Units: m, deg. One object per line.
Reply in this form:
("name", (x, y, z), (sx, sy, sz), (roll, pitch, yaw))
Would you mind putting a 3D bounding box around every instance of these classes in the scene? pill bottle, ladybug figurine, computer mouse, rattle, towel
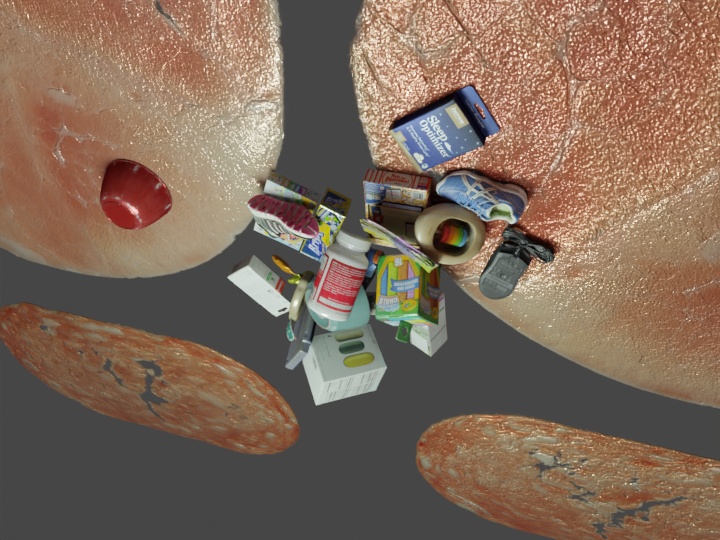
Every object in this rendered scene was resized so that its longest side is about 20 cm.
("pill bottle", (-0.047, 0.009, 1.520), (0.110, 0.112, 0.203), (21, 101, -1))
("ladybug figurine", (0.197, -0.086, 1.414), (0.197, 0.072, 0.138), (16, 105, -33))
("computer mouse", (0.353, -0.013, 1.488), (0.137, 0.053, 0.201), (28, 129, -5))
("rattle", (-0.212, 0.082, 1.754), (0.140, 0.131, 0.203), (19, 114, -12))
("towel", (0.084, -0.057, 1.419), (0.198, 0.023, 0.144), (34, 178, 2))

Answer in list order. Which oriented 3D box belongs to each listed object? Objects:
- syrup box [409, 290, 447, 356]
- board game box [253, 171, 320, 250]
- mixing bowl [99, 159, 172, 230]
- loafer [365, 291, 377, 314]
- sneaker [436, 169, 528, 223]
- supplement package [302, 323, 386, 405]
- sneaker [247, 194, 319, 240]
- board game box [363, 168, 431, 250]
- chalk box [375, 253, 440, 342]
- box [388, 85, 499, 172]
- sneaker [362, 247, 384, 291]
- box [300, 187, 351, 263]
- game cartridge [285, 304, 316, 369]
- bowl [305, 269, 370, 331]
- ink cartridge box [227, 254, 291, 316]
("syrup box", (0.178, 0.129, 1.687), (0.078, 0.081, 0.202), (31, 149, 33))
("board game box", (-0.189, -0.146, 1.591), (0.132, 0.035, 0.201), (24, 142, -3))
("mixing bowl", (-0.619, -0.184, 1.690), (0.196, 0.110, 0.202), (12, 141, 10))
("loafer", (0.021, 0.093, 1.746), (0.197, 0.071, 0.069), (2, 169, 40))
("sneaker", (0.256, -0.155, 1.339), (0.196, 0.078, 0.076), (13, 143, 13))
("supplement package", (-0.051, 0.276, 1.860), (0.196, 0.154, 0.152), (-10, 147, -21))
("sneaker", (-0.183, -0.116, 1.532), (0.197, 0.074, 0.088), (22, 148, 18))
("board game box", (0.087, -0.135, 1.466), (0.148, 0.047, 0.202), (11, 141, 12))
("chalk box", (0.117, 0.071, 1.544), (0.122, 0.204, 0.124), (-6, 164, 30))
("box", (0.167, -0.281, 1.271), (0.198, 0.033, 0.121), (-19, 127, 38))
("sneaker", (0.000, 0.000, 1.659), (0.078, 0.076, 0.201), (32, 136, 6))
("box", (-0.088, -0.108, 1.565), (0.069, 0.065, 0.201), (25, 141, -4))
("game cartridge", (-0.162, 0.172, 1.818), (0.038, 0.203, 0.129), (25, 143, -19))
("bowl", (-0.074, 0.080, 1.670), (0.200, 0.104, 0.204), (38, 143, 36))
("ink cartridge box", (-0.281, 0.047, 1.850), (0.108, 0.051, 0.200), (-23, 125, 41))
